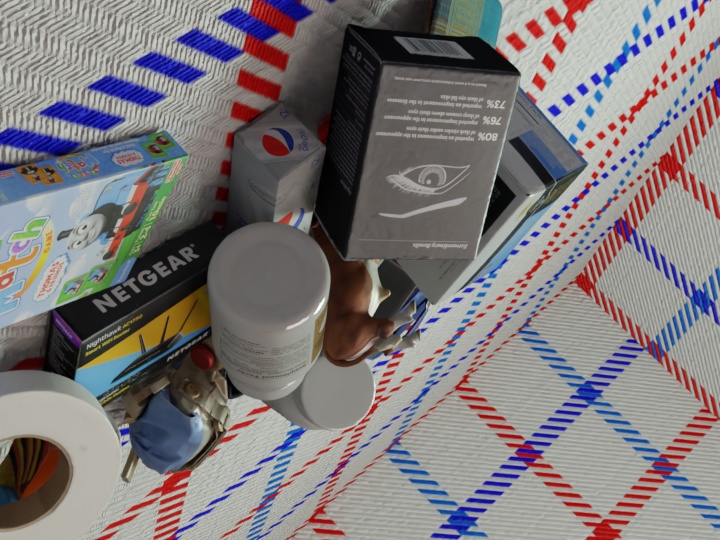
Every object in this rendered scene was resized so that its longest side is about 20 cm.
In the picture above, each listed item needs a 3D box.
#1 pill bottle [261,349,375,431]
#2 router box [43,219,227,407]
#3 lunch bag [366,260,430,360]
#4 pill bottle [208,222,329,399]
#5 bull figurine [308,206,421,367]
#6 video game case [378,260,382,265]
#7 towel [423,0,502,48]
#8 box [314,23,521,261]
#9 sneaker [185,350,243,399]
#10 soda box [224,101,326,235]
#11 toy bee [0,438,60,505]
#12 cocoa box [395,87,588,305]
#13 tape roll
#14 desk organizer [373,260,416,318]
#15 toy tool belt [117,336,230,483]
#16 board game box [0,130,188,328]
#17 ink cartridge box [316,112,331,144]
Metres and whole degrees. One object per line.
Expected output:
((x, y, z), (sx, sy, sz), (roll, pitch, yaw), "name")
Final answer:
((-0.057, 0.125, 1.288), (0.114, 0.115, 0.200), (-42, -164, -13), "pill bottle")
((-0.219, 0.052, 1.084), (0.199, 0.051, 0.150), (-35, 159, -39), "router box")
((0.031, 0.041, 1.597), (0.200, 0.132, 0.136), (-48, 165, 5), "lunch bag")
((-0.091, 0.050, 1.086), (0.114, 0.114, 0.201), (-39, 162, -23), "pill bottle")
((0.000, 0.000, 1.174), (0.120, 0.203, 0.065), (-4, 180, 9), "bull figurine")
((0.016, -0.040, 1.398), (0.200, 0.018, 0.144), (-53, -164, 42), "video game case")
((0.104, -0.235, 1.178), (0.199, 0.021, 0.149), (-5, 107, -66), "towel")
((0.049, -0.118, 1.052), (0.146, 0.105, 0.202), (1, 119, -22), "box")
((-0.178, 0.132, 1.333), (0.073, 0.081, 0.201), (-17, 151, -39), "sneaker")
((-0.088, -0.072, 1.094), (0.063, 0.068, 0.201), (-38, 164, -26), "soda box")
((-0.357, 0.228, 1.097), (0.201, 0.108, 0.131), (-50, 139, -3), "toy bee")
((0.126, -0.086, 1.216), (0.131, 0.134, 0.200), (-27, 162, -44), "cocoa box")
((-0.317, 0.184, 0.997), (0.201, 0.037, 0.205), (-17, 125, -25), "tape roll")
((-0.008, 0.072, 1.487), (0.201, 0.071, 0.077), (-55, -174, 3), "desk organizer")
((-0.214, 0.159, 1.254), (0.123, 0.124, 0.201), (-42, 167, -46), "toy tool belt")
((-0.238, -0.027, 0.858), (0.199, 0.037, 0.152), (-25, 155, -52), "board game box")
((0.018, -0.134, 1.225), (0.116, 0.067, 0.200), (-44, 165, -10), "ink cartridge box")
